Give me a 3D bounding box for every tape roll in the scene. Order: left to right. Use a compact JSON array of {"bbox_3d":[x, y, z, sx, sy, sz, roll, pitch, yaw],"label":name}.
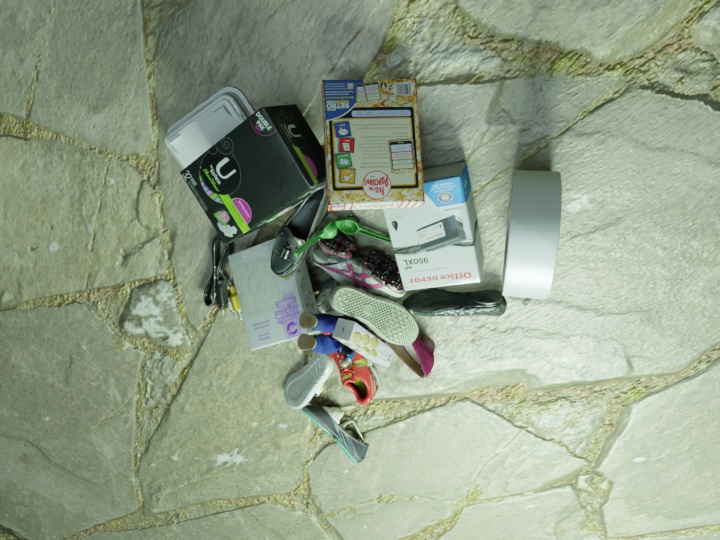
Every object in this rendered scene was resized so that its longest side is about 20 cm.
[{"bbox_3d":[0.267,-0.056,0.834,0.071,0.202,0.203,5,119,13],"label":"tape roll"}]

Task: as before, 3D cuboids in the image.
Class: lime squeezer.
[{"bbox_3d":[-0.038,-0.065,0.988,0.038,0.200,0.071,129,128,-59],"label":"lime squeezer"}]

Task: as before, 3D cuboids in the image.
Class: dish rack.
[{"bbox_3d":[-0.268,-0.227,0.997,0.200,0.044,0.172,-24,108,26],"label":"dish rack"}]

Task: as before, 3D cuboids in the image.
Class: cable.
[{"bbox_3d":[-0.302,0.012,1.154,0.097,0.050,0.200,11,110,30],"label":"cable"}]

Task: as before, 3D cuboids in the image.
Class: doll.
[{"bbox_3d":[-0.040,0.121,1.041,0.048,0.200,0.137,-4,78,34],"label":"doll"}]

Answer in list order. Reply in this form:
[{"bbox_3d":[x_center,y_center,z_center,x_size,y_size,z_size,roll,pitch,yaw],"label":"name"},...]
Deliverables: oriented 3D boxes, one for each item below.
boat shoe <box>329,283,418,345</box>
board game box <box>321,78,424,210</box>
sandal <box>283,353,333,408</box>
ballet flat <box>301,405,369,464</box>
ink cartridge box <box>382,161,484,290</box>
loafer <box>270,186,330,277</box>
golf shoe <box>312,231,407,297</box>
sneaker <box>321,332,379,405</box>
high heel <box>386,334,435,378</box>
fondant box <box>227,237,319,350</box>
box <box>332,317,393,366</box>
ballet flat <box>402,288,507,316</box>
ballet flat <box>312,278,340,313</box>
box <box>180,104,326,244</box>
[{"bbox_3d":[0.026,0.081,1.014,0.200,0.062,0.075,28,89,-20],"label":"boat shoe"},{"bbox_3d":[0.018,-0.199,0.837,0.151,0.046,0.200,-2,85,-6],"label":"board game box"},{"bbox_3d":[-0.111,0.256,1.207,0.050,0.083,0.203,7,141,-38],"label":"sandal"},{"bbox_3d":[-0.053,0.369,1.250,0.073,0.073,0.200,-37,102,30],"label":"ballet flat"},{"bbox_3d":[0.130,-0.074,0.934,0.144,0.084,0.200,-7,116,21],"label":"ink cartridge box"},{"bbox_3d":[-0.114,-0.078,0.975,0.072,0.063,0.200,31,96,6],"label":"loafer"},{"bbox_3d":[0.000,0.000,1.028,0.200,0.073,0.092,29,133,9],"label":"golf shoe"},{"bbox_3d":[-0.021,0.203,1.133,0.077,0.085,0.200,-24,108,26],"label":"sneaker"},{"bbox_3d":[0.064,0.135,1.063,0.200,0.096,0.067,39,122,-7],"label":"high heel"},{"bbox_3d":[-0.172,0.045,1.061,0.144,0.058,0.200,-18,85,25],"label":"fondant box"},{"bbox_3d":[0.010,0.145,1.044,0.039,0.041,0.200,11,162,30],"label":"box"},{"bbox_3d":[0.177,0.071,1.013,0.200,0.067,0.057,-1,134,20],"label":"ballet flat"},{"bbox_3d":[-0.088,0.070,1.090,0.200,0.072,0.072,-19,111,25],"label":"ballet flat"},{"bbox_3d":[-0.168,-0.163,0.896,0.200,0.124,0.149,-28,97,26],"label":"box"}]
